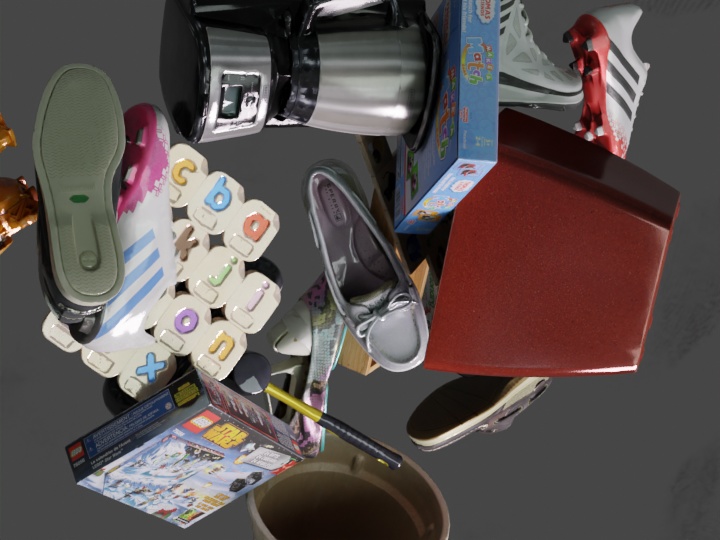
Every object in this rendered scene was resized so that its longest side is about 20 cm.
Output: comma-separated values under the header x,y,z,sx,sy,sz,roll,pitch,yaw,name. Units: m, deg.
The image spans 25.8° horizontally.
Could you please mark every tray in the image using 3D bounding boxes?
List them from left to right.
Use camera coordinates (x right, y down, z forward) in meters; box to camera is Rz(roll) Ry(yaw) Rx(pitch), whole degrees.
x,y,z,sx,sy,sz,roll,pitch,yaw,name
0.032,-0.011,1.482,0.098,0.037,0.202,-30,137,-58,tray

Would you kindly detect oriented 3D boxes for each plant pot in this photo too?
x,y,z,sx,sy,sz,roll,pitch,yaw,name
-0.032,0.293,1.542,0.199,0.201,0.185,-12,133,-35,plant pot
0.174,-0.011,1.356,0.200,0.175,0.202,-42,145,-71,plant pot

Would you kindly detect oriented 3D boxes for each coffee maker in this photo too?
x,y,z,sx,sy,sz,roll,pitch,yaw,name
-0.058,-0.170,1.255,0.198,0.192,0.136,0,102,-18,coffee maker

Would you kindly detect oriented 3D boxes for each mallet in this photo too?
x,y,z,sx,sy,sz,roll,pitch,yaw,name
-0.042,0.129,1.431,0.199,0.066,0.041,30,76,-12,mallet

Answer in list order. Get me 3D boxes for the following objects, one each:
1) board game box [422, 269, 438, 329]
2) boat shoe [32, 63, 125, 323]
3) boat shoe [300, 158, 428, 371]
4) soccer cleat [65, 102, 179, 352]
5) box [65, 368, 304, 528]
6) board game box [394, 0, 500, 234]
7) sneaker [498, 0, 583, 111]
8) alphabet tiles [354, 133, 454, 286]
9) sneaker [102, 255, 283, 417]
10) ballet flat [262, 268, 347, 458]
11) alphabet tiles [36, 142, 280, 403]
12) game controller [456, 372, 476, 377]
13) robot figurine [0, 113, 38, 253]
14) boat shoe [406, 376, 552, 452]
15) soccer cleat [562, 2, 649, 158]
x,y,z,sx,sy,sz,roll,pitch,yaw,name
0.146,-0.008,1.605,0.199,0.035,0.127,-24,128,-28,board game box
-0.217,-0.060,1.191,0.071,0.202,0.068,3,158,-21,boat shoe
0.001,-0.001,1.394,0.074,0.065,0.204,-21,96,7,boat shoe
-0.178,-0.032,1.257,0.086,0.070,0.202,11,98,-41,soccer cleat
-0.150,0.160,1.384,0.136,0.040,0.200,-30,152,9,box
0.067,-0.128,1.262,0.036,0.200,0.153,5,75,-11,board game box
0.153,-0.211,1.458,0.200,0.075,0.117,-5,106,-52,sneaker
0.061,-0.097,1.412,0.167,0.007,0.201,-48,127,-44,alphabet tiles
-0.150,0.064,1.390,0.200,0.072,0.083,-42,159,-12,sneaker
-0.056,0.088,1.477,0.070,0.069,0.202,2,116,-19,ballet flat
-0.165,0.002,1.306,0.200,0.015,0.196,37,86,-24,alphabet tiles
0.142,0.013,1.559,0.104,0.042,0.201,31,93,-45,game controller
-0.336,-0.032,1.159,0.199,0.058,0.146,-35,132,-20,robot figurine
0.135,0.141,1.660,0.199,0.073,0.065,-30,126,-24,boat shoe
0.253,-0.172,1.575,0.085,0.069,0.201,-26,125,-21,soccer cleat
